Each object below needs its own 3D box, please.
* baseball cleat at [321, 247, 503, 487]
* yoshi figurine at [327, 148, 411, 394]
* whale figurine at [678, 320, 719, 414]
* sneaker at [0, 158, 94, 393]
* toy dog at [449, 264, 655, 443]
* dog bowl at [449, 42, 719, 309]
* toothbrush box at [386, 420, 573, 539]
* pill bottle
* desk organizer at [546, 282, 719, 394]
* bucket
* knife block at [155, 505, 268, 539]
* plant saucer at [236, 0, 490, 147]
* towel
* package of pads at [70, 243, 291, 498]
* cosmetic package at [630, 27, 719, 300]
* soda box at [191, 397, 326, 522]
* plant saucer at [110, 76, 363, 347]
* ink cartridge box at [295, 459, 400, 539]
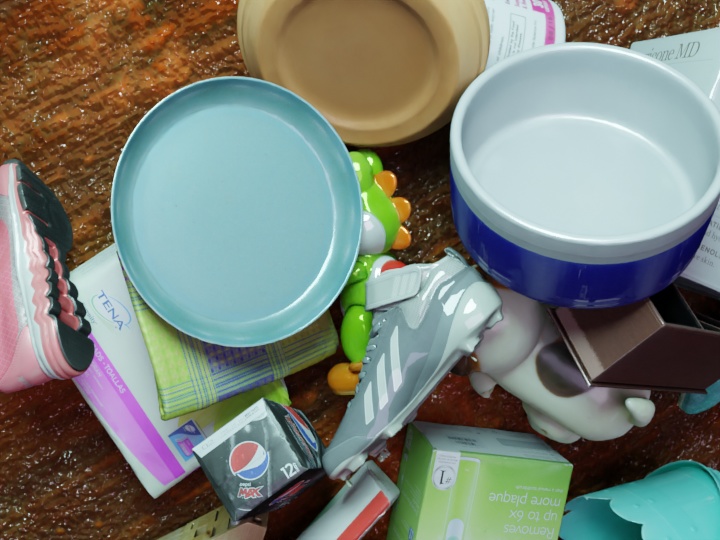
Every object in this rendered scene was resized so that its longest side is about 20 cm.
[{"bbox_3d":[0.022,0.070,0.716,0.106,0.070,0.200,44,96,12],"label":"baseball cleat"},{"bbox_3d":[-0.009,-0.001,0.779,0.110,0.112,0.204,-8,100,-6],"label":"yoshi figurine"},{"bbox_3d":[0.400,0.082,0.872,0.197,0.104,0.162,-21,126,-23],"label":"whale figurine"},{"bbox_3d":[-0.271,0.001,0.691,0.085,0.074,0.203,-23,61,4],"label":"sneaker"},{"bbox_3d":[0.146,0.071,0.791,0.198,0.194,0.140,32,103,-23],"label":"toy dog"},{"bbox_3d":[0.164,-0.074,0.667,0.197,0.202,0.079,-19,144,-10],"label":"dog bowl"},{"bbox_3d":[0.105,0.260,0.860,0.143,0.086,0.204,9,98,-14],"label":"toothbrush box"},{"bbox_3d":[0.062,-0.196,0.761,0.196,0.113,0.116,10,97,-15],"label":"pill bottle"},{"bbox_3d":[0.251,0.048,0.738,0.198,0.073,0.077,10,136,-43],"label":"desk organizer"},{"bbox_3d":[0.297,0.291,0.856,0.132,0.207,0.211,-14,102,-20],"label":"bucket"},{"bbox_3d":[-0.138,0.323,0.810,0.197,0.064,0.178,-27,102,2],"label":"knife block"},{"bbox_3d":[0.000,-0.168,0.683,0.196,0.038,0.202,6,139,5],"label":"plant saucer"},{"bbox_3d":[-0.101,0.026,0.739,0.198,0.023,0.146,-20,94,-47],"label":"towel"},{"bbox_3d":[-0.166,0.068,0.771,0.153,0.068,0.202,-33,105,-6],"label":"package of pads"},{"bbox_3d":[0.316,-0.087,0.813,0.164,0.167,0.203,20,93,-16],"label":"cosmetic package"},{"bbox_3d":[-0.071,0.155,0.738,0.070,0.200,0.064,-35,78,-3],"label":"soda box"},{"bbox_3d":[-0.092,-0.044,0.688,0.196,0.027,0.205,1,87,-23],"label":"plant saucer"},{"bbox_3d":[-0.038,0.240,0.765,0.050,0.200,0.161,42,87,13],"label":"ink cartridge box"}]
